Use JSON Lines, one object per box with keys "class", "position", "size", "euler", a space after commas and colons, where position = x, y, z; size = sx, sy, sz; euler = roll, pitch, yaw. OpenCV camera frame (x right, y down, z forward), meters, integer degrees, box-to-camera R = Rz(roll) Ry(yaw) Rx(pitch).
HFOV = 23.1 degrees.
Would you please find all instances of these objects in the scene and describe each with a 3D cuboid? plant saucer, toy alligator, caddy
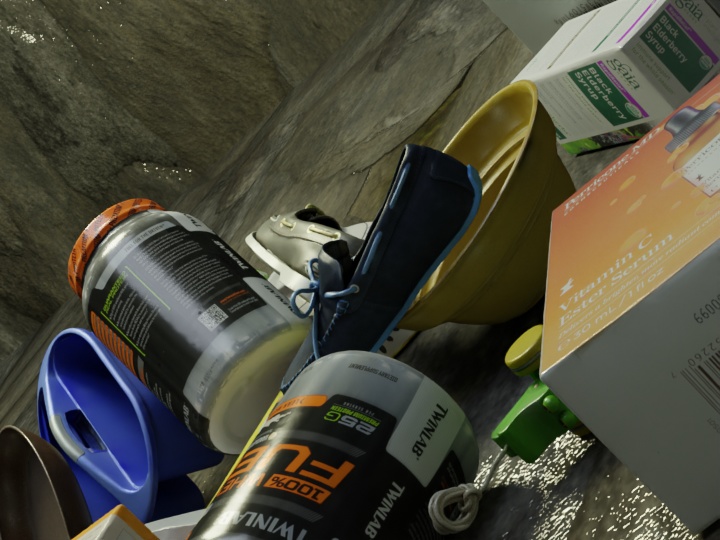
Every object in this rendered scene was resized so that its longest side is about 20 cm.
{"class": "plant saucer", "position": [-0.250, 0.220, 1.425], "size": [0.032, 0.201, 0.200], "euler": [-11, -6, -28]}
{"class": "toy alligator", "position": [0.109, 0.064, 0.950], "size": [0.200, 0.059, 0.054], "euler": [-51, 13, -24]}
{"class": "caddy", "position": [-0.199, 0.133, 1.434], "size": [0.200, 0.105, 0.142], "euler": [46, 127, 41]}

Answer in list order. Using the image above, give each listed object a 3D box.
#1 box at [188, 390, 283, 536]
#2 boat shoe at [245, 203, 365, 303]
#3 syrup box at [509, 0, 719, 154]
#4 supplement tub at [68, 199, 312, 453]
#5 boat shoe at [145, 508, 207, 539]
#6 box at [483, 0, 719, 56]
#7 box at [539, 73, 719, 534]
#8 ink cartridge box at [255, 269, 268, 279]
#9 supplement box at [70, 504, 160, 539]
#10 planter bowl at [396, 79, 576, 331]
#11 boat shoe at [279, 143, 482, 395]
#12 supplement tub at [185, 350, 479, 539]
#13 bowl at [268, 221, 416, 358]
{"class": "box", "position": [-0.038, 0.131, 1.204], "size": [0.050, 0.075, 0.200], "euler": [-33, 15, 39]}
{"class": "boat shoe", "position": [-0.034, -0.013, 1.322], "size": [0.060, 0.072, 0.202], "euler": [-56, 19, 1]}
{"class": "syrup box", "position": [0.199, -0.151, 1.328], "size": [0.081, 0.079, 0.200], "euler": [-48, 12, -14]}
{"class": "supplement tub", "position": [-0.130, 0.037, 1.354], "size": [0.122, 0.200, 0.123], "euler": [-32, -35, -26]}
{"class": "boat shoe", "position": [-0.150, 0.222, 1.286], "size": [0.200, 0.070, 0.071], "euler": [-18, 0, 11]}
{"class": "box", "position": [0.201, -0.269, 1.424], "size": [0.131, 0.200, 0.199], "euler": [-52, 13, -27]}
{"class": "box", "position": [0.176, -0.001, 0.828], "size": [0.152, 0.106, 0.200], "euler": [-41, 13, 20]}
{"class": "ink cartridge box", "position": [-0.141, 0.062, 1.558], "size": [0.200, 0.117, 0.067], "euler": [89, -163, -62]}
{"class": "supplement box", "position": [-0.159, 0.256, 1.058], "size": [0.073, 0.126, 0.200], "euler": [-36, 14, 34]}
{"class": "planter bowl", "position": [0.093, -0.026, 1.213], "size": [0.201, 0.083, 0.200], "euler": [-53, 15, 21]}
{"class": "boat shoe", "position": [0.000, 0.000, 1.161], "size": [0.200, 0.069, 0.084], "euler": [-55, 14, 12]}
{"class": "supplement tub", "position": [-0.024, 0.150, 0.966], "size": [0.122, 0.123, 0.200], "euler": [-33, 17, 46]}
{"class": "bowl", "position": [-0.020, 0.022, 1.457], "size": [0.201, 0.094, 0.201], "euler": [-43, 13, 12]}
